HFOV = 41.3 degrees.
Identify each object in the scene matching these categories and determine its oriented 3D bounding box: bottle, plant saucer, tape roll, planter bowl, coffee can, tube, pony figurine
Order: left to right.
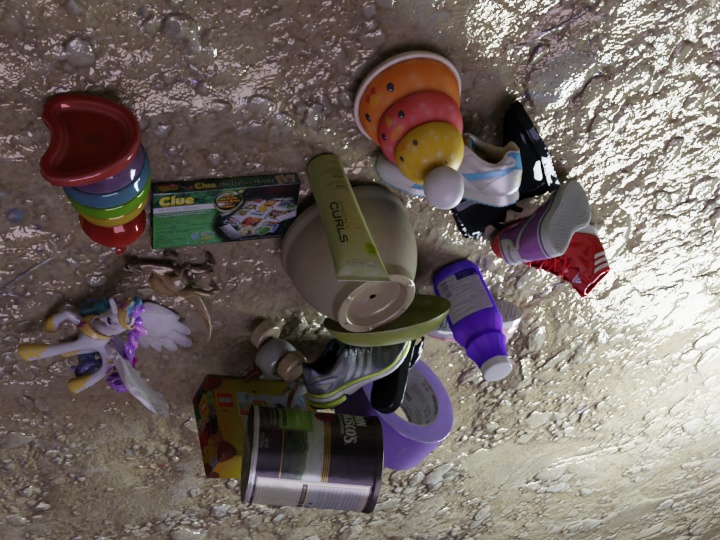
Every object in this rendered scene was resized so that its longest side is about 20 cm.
[{"bbox_3d":[-0.351,0.112,1.359,0.198,0.168,0.193,-19,137,24],"label":"pony figurine"},{"bbox_3d":[-0.076,0.287,1.452,0.197,0.148,0.147,7,136,-11],"label":"coffee can"},{"bbox_3d":[-0.021,-0.064,1.235,0.057,0.202,0.052,-23,145,5],"label":"tube"},{"bbox_3d":[0.000,0.000,1.357,0.198,0.136,0.201,-18,144,-13],"label":"planter bowl"},{"bbox_3d":[0.042,0.078,1.453,0.197,0.200,0.032,-12,103,-10],"label":"plant saucer"},{"bbox_3d":[0.056,0.228,1.616,0.198,0.202,0.085,14,130,-36],"label":"tape roll"},{"bbox_3d":[0.179,0.079,1.493,0.083,0.201,0.065,-25,142,5],"label":"bottle"}]

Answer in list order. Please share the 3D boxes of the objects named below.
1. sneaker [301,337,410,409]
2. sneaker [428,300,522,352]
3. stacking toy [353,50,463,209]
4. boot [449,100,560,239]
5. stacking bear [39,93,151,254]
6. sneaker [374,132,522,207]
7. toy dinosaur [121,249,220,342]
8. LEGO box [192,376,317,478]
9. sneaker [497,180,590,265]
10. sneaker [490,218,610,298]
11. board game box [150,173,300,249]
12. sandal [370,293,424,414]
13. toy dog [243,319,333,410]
[{"bbox_3d":[-0.006,0.133,1.479,0.199,0.074,0.082,-34,127,-18],"label":"sneaker"},{"bbox_3d":[0.177,0.111,1.630,0.198,0.076,0.105,-3,134,-27],"label":"sneaker"},{"bbox_3d":[0.082,-0.157,1.170,0.144,0.202,0.147,-12,141,-10],"label":"stacking toy"},{"bbox_3d":[0.189,-0.134,1.350,0.161,0.074,0.198,-28,145,9],"label":"boot"},{"bbox_3d":[-0.306,-0.100,1.148,0.112,0.123,0.201,-5,149,-7],"label":"stacking bear"},{"bbox_3d":[0.118,-0.144,1.278,0.197,0.077,0.082,7,122,8],"label":"sneaker"},{"bbox_3d":[-0.249,0.020,1.366,0.100,0.059,0.200,-21,136,26],"label":"toy dinosaur"},{"bbox_3d":[-0.167,0.265,1.601,0.198,0.150,0.077,8,135,-31],"label":"LEGO box"},{"bbox_3d":[0.267,-0.070,1.424,0.113,0.073,0.200,-20,-168,39],"label":"sneaker"},{"bbox_3d":[0.311,-0.018,1.505,0.197,0.116,0.079,-5,140,-19],"label":"sneaker"},{"bbox_3d":[-0.183,-0.079,1.288,0.197,0.024,0.105,-6,142,-19],"label":"board game box"},{"bbox_3d":[0.066,0.136,1.540,0.075,0.203,0.048,-1,155,45],"label":"sandal"},{"bbox_3d":[-0.133,0.171,1.541,0.096,0.132,0.201,-39,133,-11],"label":"toy dog"}]
